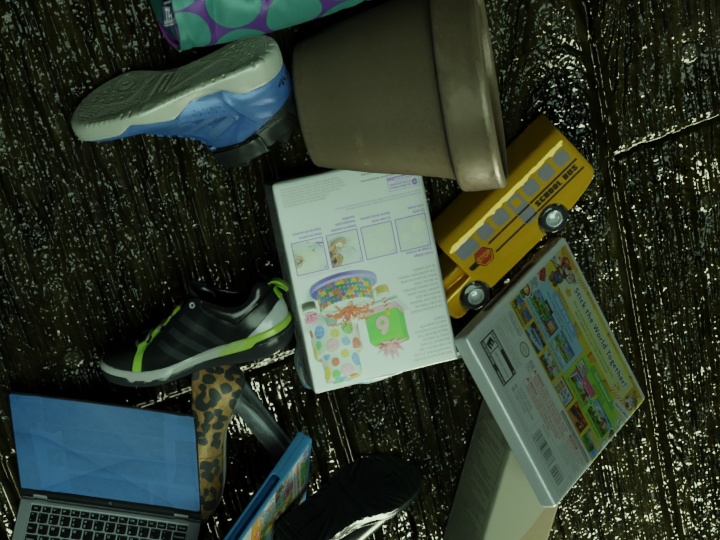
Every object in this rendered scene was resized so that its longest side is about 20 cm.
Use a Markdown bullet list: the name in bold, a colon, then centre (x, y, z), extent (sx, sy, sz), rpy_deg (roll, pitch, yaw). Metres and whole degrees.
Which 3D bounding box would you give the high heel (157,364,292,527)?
- **high heel**: centre (-0.180, 0.175, 1.722), extent (0.199, 0.071, 0.143), rpy_deg (-36, 110, 4)

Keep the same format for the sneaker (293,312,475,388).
- **sneaker**: centre (0.028, 0.075, 1.733), extent (0.198, 0.072, 0.073), rpy_deg (-7, 143, -16)

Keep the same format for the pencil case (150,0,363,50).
- **pencil case**: centre (-0.084, -0.256, 1.522), extent (0.198, 0.085, 0.093), rpy_deg (-16, 126, -9)

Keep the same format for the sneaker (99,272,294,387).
- **sneaker**: centre (-0.157, 0.047, 1.645), extent (0.198, 0.072, 0.084), rpy_deg (-15, 111, 9)

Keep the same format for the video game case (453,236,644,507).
- **video game case**: centre (0.190, 0.099, 1.731), extent (0.182, 0.023, 0.201), rpy_deg (-42, 111, -37)

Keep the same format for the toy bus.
- **toy bus**: centre (0.136, -0.050, 1.698), extent (0.200, 0.065, 0.078), rpy_deg (-45, 119, 8)

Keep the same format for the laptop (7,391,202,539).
- **laptop**: centre (-0.253, 0.238, 1.656), extent (0.185, 0.202, 0.116), rpy_deg (6, 159, 9)

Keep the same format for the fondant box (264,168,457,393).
- **fondant box**: centre (0.000, 0.000, 1.647), extent (0.143, 0.058, 0.202), rpy_deg (-13, 95, -12)

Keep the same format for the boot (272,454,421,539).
- **boot**: centre (-0.028, 0.292, 1.807), extent (0.197, 0.073, 0.163), rpy_deg (-28, 145, -36)

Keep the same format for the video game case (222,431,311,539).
- **video game case**: centre (-0.109, 0.266, 1.703), extent (0.201, 0.018, 0.144), rpy_deg (-54, 165, -29)

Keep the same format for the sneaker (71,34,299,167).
- **sneaker**: centre (-0.151, -0.130, 1.567), extent (0.198, 0.077, 0.112), rpy_deg (-20, 130, 4)

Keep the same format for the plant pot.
- **plant pot**: centre (0.034, -0.159, 1.561), extent (0.173, 0.201, 0.202), rpy_deg (-9, 119, 8)

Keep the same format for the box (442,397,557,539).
- **box**: centre (0.155, 0.229, 1.825), extent (0.077, 0.095, 0.202), rpy_deg (6, 115, -21)
